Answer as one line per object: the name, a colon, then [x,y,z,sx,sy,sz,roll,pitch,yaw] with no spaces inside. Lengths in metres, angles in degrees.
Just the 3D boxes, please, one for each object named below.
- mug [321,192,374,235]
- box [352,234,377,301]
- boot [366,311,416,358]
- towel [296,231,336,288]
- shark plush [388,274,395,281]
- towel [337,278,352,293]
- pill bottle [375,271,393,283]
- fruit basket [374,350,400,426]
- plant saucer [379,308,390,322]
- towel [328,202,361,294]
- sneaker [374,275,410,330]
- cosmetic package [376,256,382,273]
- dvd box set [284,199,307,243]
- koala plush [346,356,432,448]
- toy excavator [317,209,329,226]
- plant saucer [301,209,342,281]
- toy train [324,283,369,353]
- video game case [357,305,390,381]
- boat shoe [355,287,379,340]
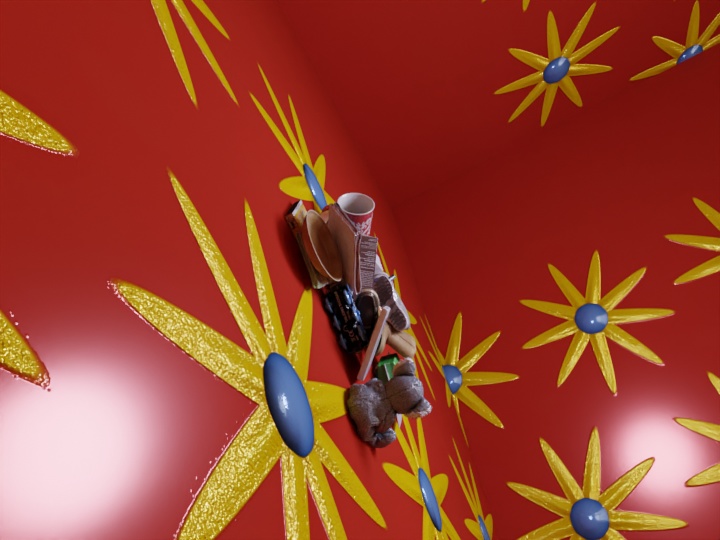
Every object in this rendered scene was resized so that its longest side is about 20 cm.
mug: [-0.040,-0.153,1.922,0.133,0.173,0.205,-41,146,-43]
box: [0.000,0.000,1.716,0.100,0.072,0.209,169,-71,-70]
boot: [0.106,0.238,1.775,0.199,0.065,0.179,40,38,-32]
towel: [-0.115,-0.030,1.536,0.158,0.023,0.199,70,16,3]
shark plush: [0.057,0.089,1.975,0.085,0.088,0.203,61,43,-35]
towel: [-0.044,-0.035,1.663,0.147,0.023,0.207,-129,-138,-54]
pill bottle: [0.078,0.078,2.171,0.114,0.108,0.201,63,12,-16]
fruit basket: [0.105,0.386,1.814,0.185,0.090,0.208,-46,127,-78]
plant saucer: [0.036,0.153,1.822,0.197,0.037,0.208,21,60,-42]
towel: [-0.045,-0.066,1.568,0.201,0.031,0.197,-127,-148,-50]
sneaker: [0.103,0.114,1.823,0.082,0.073,0.205,32,31,-62]
cosmetic package: [0.008,-0.041,2.102,0.200,0.099,0.076,50,18,-61]
dvd box set: [-0.150,-0.092,1.602,0.147,0.029,0.205,-79,145,-69]
koala plush: [0.079,0.335,1.423,0.184,0.195,0.182,45,24,-61]
toy excavator: [-0.075,-0.085,1.829,0.201,0.097,0.200,63,9,-67]
plant saucer: [-0.109,-0.061,1.490,0.203,0.034,0.203,59,17,-29]
toy train: [-0.037,0.135,1.572,0.114,0.084,0.206,3,64,-84]
video game case: [0.041,0.203,1.579,0.182,0.022,0.207,20,90,-84]
boat shoe: [0.021,0.139,1.646,0.206,0.072,0.077,88,2,-49]
